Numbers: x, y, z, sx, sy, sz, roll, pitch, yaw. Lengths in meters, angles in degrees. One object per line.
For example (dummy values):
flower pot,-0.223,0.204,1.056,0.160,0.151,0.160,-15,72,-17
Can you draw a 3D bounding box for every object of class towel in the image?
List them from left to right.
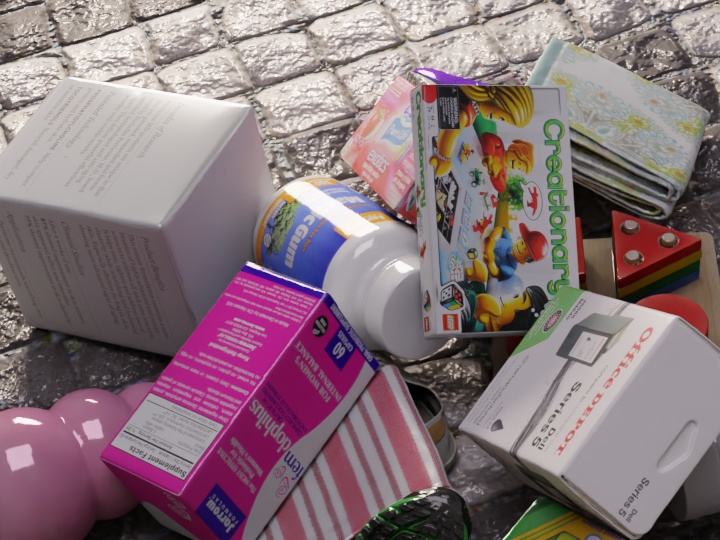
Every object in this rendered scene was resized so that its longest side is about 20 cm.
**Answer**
towel,-0.033,0.171,1.475,0.199,0.030,0.147,-30,44,6
towel,0.223,-0.131,1.698,0.171,0.048,0.200,29,33,2

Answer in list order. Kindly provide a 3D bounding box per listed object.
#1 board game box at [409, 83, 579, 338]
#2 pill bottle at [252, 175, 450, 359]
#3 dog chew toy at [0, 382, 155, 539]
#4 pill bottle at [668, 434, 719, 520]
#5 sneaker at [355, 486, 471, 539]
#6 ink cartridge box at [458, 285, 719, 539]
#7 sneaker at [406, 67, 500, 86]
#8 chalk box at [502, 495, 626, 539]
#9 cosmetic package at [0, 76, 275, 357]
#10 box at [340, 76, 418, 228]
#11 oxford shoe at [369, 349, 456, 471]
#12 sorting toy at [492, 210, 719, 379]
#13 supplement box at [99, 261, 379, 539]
board game box,0.108,-0.048,1.500,0.126,0.035,0.201,-2,84,-18
pill bottle,0.000,0.000,1.589,0.112,0.112,0.200,-30,33,-19
dog chew toy,-0.222,0.151,1.504,0.199,0.125,0.125,-24,46,-25
pill bottle,0.327,0.123,1.444,0.199,0.110,0.110,-16,45,-6
sneaker,0.039,0.207,1.346,0.078,0.200,0.085,35,54,10
ink cartridge box,0.177,0.100,1.392,0.146,0.084,0.200,-53,18,-7
sneaker,0.135,-0.143,1.777,0.200,0.070,0.099,34,52,30
chalk box,0.122,0.283,1.307,0.124,0.124,0.200,24,53,29
cosmetic package,-0.198,-0.046,1.649,0.199,0.168,0.167,11,48,25
box,0.066,-0.088,1.630,0.095,0.102,0.200,-54,20,5
oxford shoe,0.009,0.095,1.562,0.075,0.058,0.200,-32,48,-19
sorting toy,0.209,0.031,1.584,0.198,0.070,0.201,-4,45,6
supplement box,-0.093,0.109,1.470,0.103,0.101,0.200,20,65,42
